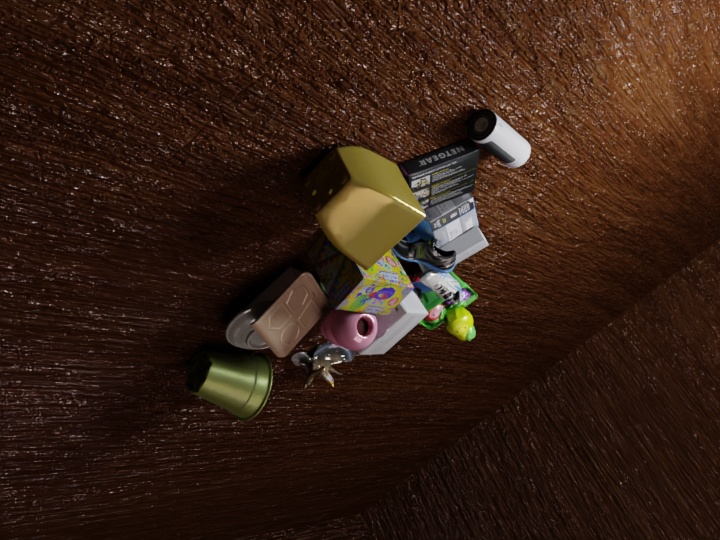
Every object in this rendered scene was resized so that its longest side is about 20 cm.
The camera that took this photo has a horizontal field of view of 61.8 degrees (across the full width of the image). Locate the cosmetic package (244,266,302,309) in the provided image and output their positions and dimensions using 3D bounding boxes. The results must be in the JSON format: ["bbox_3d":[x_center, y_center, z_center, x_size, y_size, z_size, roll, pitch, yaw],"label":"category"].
[{"bbox_3d":[-0.223,0.078,1.615,0.200,0.051,0.082,-40,146,18],"label":"cosmetic package"}]

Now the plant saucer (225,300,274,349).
[{"bbox_3d":[-0.259,0.160,1.610,0.198,0.050,0.201,-19,146,-14],"label":"plant saucer"}]

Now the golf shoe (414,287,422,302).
[{"bbox_3d":[0.115,0.103,1.845,0.094,0.079,0.200,3,161,-29],"label":"golf shoe"}]

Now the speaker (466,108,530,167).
[{"bbox_3d":[0.343,-0.322,1.478,0.081,0.082,0.199,-43,146,22],"label":"speaker"}]

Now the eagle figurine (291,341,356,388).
[{"bbox_3d":[-0.121,0.313,1.985,0.150,0.153,0.200,0,-162,29],"label":"eagle figurine"}]

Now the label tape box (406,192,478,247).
[{"bbox_3d":[0.219,-0.133,1.658,0.199,0.066,0.144,-31,149,0],"label":"label tape box"}]

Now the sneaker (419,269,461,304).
[{"bbox_3d":[0.239,0.046,1.738,0.072,0.073,0.199,-36,146,22],"label":"sneaker"}]

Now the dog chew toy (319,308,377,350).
[{"bbox_3d":[-0.042,0.152,1.623,0.124,0.126,0.199,-5,178,-33],"label":"dog chew toy"}]

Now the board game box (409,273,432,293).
[{"bbox_3d":[0.176,0.036,1.858,0.156,0.039,0.200,-10,167,7],"label":"board game box"}]

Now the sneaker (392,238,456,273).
[{"bbox_3d":[0.173,-0.060,1.661,0.198,0.071,0.083,19,120,-1],"label":"sneaker"}]

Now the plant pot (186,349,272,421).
[{"bbox_3d":[-0.385,0.310,1.710,0.189,0.201,0.200,26,120,-39],"label":"plant pot"}]

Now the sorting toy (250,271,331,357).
[{"bbox_3d":[-0.180,0.114,1.572,0.200,0.036,0.186,-44,142,-13],"label":"sorting toy"}]

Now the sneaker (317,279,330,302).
[{"bbox_3d":[-0.146,0.080,1.680,0.083,0.074,0.200,33,119,-28],"label":"sneaker"}]

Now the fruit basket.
[{"bbox_3d":[0.295,0.136,1.964,0.215,0.217,0.155,-37,147,12],"label":"fruit basket"}]

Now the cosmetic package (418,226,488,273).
[{"bbox_3d":[0.275,-0.052,1.769,0.199,0.052,0.151,-31,167,12],"label":"cosmetic package"}]

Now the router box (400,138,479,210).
[{"bbox_3d":[0.198,-0.233,1.512,0.198,0.051,0.150,-22,145,-12],"label":"router box"}]

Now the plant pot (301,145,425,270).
[{"bbox_3d":[-0.014,-0.157,1.332,0.194,0.196,0.199,-42,139,21],"label":"plant pot"}]

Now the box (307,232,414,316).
[{"bbox_3d":[0.000,0.000,1.549,0.199,0.194,0.122,12,130,-47],"label":"box"}]

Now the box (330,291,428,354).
[{"bbox_3d":[0.048,0.105,1.719,0.199,0.201,0.130,-44,153,23],"label":"box"}]
